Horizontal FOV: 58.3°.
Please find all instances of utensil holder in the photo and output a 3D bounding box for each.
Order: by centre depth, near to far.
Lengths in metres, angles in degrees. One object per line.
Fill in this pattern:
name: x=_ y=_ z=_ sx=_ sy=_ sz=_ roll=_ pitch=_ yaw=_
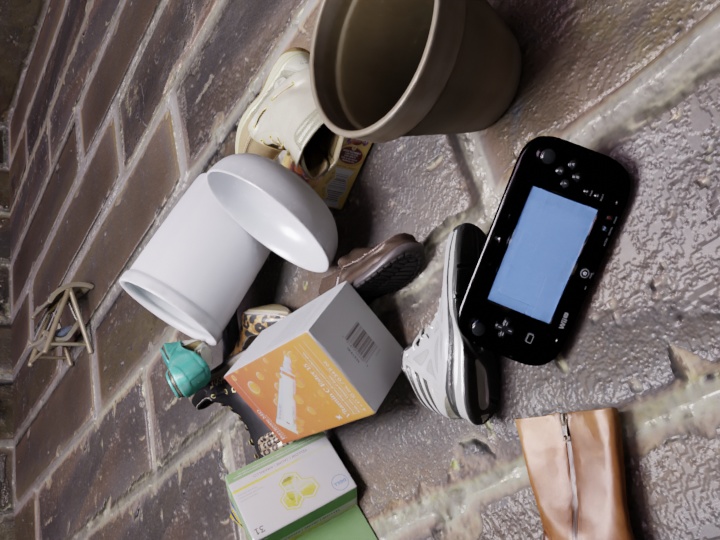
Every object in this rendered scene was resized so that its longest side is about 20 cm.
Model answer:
utensil holder: x=-0.233 y=-0.018 z=0.973 sx=0.168 sy=0.170 sz=0.202 roll=4 pitch=57 yaw=51

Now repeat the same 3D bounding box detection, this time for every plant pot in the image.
plant pot: x=0.069 y=-0.222 z=0.666 sx=0.198 sy=0.171 sz=0.205 roll=-8 pitch=80 yaw=50

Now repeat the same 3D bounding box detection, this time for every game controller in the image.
game controller: x=0.164 y=-0.015 z=0.590 sx=0.103 sy=0.042 sz=0.204 roll=23 pitch=105 yaw=13

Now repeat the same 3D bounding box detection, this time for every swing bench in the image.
swing bench: x=-0.834 y=0.150 z=1.792 sx=0.198 sy=0.128 sz=0.205 roll=-26 pitch=65 yaw=47

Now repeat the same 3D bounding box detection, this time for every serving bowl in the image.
serving bowl: x=-0.104 y=-0.085 z=0.846 sx=0.198 sy=0.200 sz=0.066 roll=12 pitch=60 yaw=51

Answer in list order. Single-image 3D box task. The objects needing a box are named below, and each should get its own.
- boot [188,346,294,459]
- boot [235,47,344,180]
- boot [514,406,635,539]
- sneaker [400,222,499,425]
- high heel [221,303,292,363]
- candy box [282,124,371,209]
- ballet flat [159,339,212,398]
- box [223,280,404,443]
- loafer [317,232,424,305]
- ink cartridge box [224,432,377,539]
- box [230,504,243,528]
boot: x=-0.170 y=0.209 z=0.957 sx=0.199 sy=0.073 sz=0.153 roll=-35 pitch=79 yaw=34
boot: x=-0.097 y=-0.171 z=0.866 sx=0.201 sy=0.071 sz=0.156 roll=-54 pitch=50 yaw=33
boot: x=0.161 y=0.234 z=0.575 sx=0.187 sy=0.067 sz=0.204 roll=-29 pitch=62 yaw=46
sneaker: x=0.084 y=0.055 z=0.688 sx=0.114 sy=0.075 sz=0.206 roll=-4 pitch=84 yaw=49
high heel: x=-0.154 y=0.128 z=0.999 sx=0.198 sy=0.070 sz=0.146 roll=-8 pitch=91 yaw=48
candy box: x=-0.030 y=-0.202 z=0.882 sx=0.117 sy=0.056 sz=0.202 roll=52 pitch=126 yaw=42
ballet flat: x=-0.251 y=0.137 z=0.951 sx=0.068 sy=0.070 sz=0.199 roll=64 pitch=164 yaw=-13
box: x=-0.058 y=0.120 z=0.800 sx=0.125 sy=0.098 sz=0.199 roll=49 pitch=136 yaw=-10
loafer: x=0.000 y=0.000 z=0.802 sx=0.199 sy=0.072 sz=0.072 roll=-35 pitch=60 yaw=43
ink cartridge box: x=-0.064 y=0.307 z=0.788 sx=0.200 sy=0.143 sz=0.049 roll=47 pitch=149 yaw=44
box: x=-0.107 y=0.347 z=0.901 sx=0.198 sy=0.063 sz=0.072 roll=11 pitch=94 yaw=52
